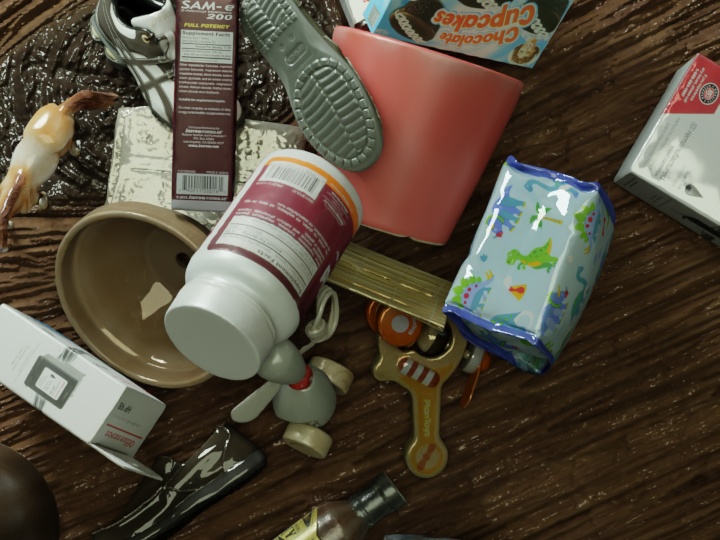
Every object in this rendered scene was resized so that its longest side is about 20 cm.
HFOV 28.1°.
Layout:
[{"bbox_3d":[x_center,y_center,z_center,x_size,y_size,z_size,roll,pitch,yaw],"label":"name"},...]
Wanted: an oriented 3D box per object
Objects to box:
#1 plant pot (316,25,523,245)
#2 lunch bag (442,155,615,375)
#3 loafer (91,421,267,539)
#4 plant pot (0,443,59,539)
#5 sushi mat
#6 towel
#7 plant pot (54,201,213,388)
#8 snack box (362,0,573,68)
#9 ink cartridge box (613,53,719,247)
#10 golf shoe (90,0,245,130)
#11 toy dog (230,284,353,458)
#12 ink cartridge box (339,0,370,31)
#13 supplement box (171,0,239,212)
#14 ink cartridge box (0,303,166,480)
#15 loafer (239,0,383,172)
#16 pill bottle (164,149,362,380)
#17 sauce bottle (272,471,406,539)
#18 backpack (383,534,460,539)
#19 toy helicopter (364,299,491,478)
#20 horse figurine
[{"bbox_3d":[0.044,-0.129,1.428,0.200,0.200,0.178,16,97,-1],"label":"plant pot"},{"bbox_3d":[0.175,0.004,1.415,0.127,0.200,0.171,21,83,25],"label":"lunch bag"},{"bbox_3d":[-0.192,0.223,1.457,0.200,0.073,0.071,-32,78,-8],"label":"loafer"},{"bbox_3d":[-0.399,0.261,1.378,0.186,0.200,0.188,0,87,-2],"label":"plant pot"},{"bbox_3d":[0.000,0.000,1.423,0.199,0.096,0.012,22,119,7],"label":"sushi mat"},{"bbox_3d":[-0.161,-0.096,1.490,0.199,0.034,0.133,8,87,-2],"label":"towel"},{"bbox_3d":[-0.195,0.010,1.432,0.200,0.093,0.202,12,124,18],"label":"plant pot"},{"bbox_3d":[0.114,-0.272,1.431,0.199,0.116,0.037,6,42,-31],"label":"snack box"},{"bbox_3d":[0.387,-0.105,1.480,0.199,0.084,0.145,31,85,0],"label":"ink cartridge box"},{"bbox_3d":[-0.194,-0.213,1.446,0.200,0.095,0.078,40,60,9],"label":"golf shoe"},{"bbox_3d":[-0.078,0.105,1.418,0.096,0.200,0.132,13,50,21],"label":"toy dog"},{"bbox_3d":[0.025,-0.359,1.485,0.146,0.083,0.201,-20,88,-3],"label":"ink cartridge box"},{"bbox_3d":[-0.147,-0.163,1.376,0.061,0.109,0.201,3,101,-4],"label":"supplement box"},{"bbox_3d":[-0.269,0.120,1.406,0.200,0.116,0.067,31,84,18],"label":"ink cartridge box"},{"bbox_3d":[-0.034,-0.182,1.344,0.075,0.070,0.201,-34,79,22],"label":"loafer"},{"bbox_3d":[-0.088,-0.005,1.309,0.114,0.114,0.200,31,55,0],"label":"pill bottle"},{"bbox_3d":[-0.044,0.279,1.456,0.200,0.065,0.065,-36,88,-5],"label":"sauce bottle"},{"bbox_3d":[0.095,0.338,1.405,0.190,0.200,0.155,17,87,-14],"label":"backpack"},{"bbox_3d":[0.076,0.113,1.476,0.132,0.079,0.201,-2,97,-11],"label":"toy helicopter"},{"bbox_3d":[-0.317,-0.107,1.435,0.050,0.133,0.201,31,85,0],"label":"horse figurine"}]
